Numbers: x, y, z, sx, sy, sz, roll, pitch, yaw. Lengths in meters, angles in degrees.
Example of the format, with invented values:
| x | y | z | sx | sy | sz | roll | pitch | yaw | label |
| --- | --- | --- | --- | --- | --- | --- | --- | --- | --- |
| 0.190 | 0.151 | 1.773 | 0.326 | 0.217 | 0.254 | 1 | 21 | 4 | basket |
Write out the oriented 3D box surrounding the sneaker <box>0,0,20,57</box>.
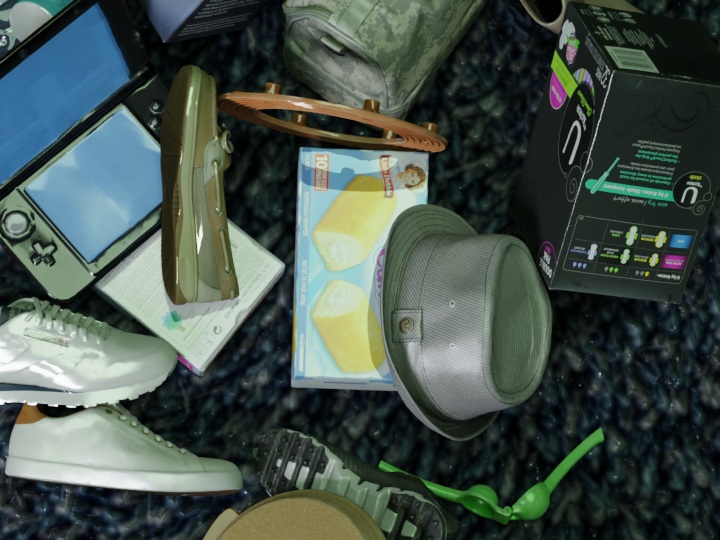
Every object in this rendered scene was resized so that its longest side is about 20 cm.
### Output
| x | y | z | sx | sy | sz | roll | pitch | yaw | label |
| --- | --- | --- | --- | --- | --- | --- | --- | --- | --- |
| -0.317 | -0.165 | 1.689 | 0.108 | 0.070 | 0.201 | 32 | 71 | -2 | sneaker |

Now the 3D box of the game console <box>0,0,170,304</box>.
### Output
| x | y | z | sx | sy | sz | roll | pitch | yaw | label |
| --- | --- | --- | --- | --- | --- | --- | --- | --- | --- |
| -0.228 | -0.103 | 1.616 | 0.200 | 0.119 | 0.173 | -41 | 85 | -16 | game console |

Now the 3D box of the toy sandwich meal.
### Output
| x | y | z | sx | sy | sz | roll | pitch | yaw | label |
| --- | --- | --- | --- | --- | --- | --- | --- | --- | --- |
| -0.055 | 0.271 | 1.573 | 0.204 | 0.070 | 0.207 | -12 | 59 | 21 | toy sandwich meal |

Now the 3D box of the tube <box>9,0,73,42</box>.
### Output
| x | y | z | sx | sy | sz | roll | pitch | yaw | label |
| --- | --- | --- | --- | --- | --- | --- | --- | --- | --- |
| -0.232 | -0.263 | 1.698 | 0.077 | 0.050 | 0.200 | 36 | 47 | -2 | tube |

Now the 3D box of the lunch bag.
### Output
| x | y | z | sx | sy | sz | roll | pitch | yaw | label |
| --- | --- | --- | --- | --- | --- | --- | --- | --- | --- |
| 0.029 | -0.245 | 1.685 | 0.139 | 0.168 | 0.201 | 36 | 77 | 3 | lunch bag |

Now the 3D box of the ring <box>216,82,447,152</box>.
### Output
| x | y | z | sx | sy | sz | roll | pitch | yaw | label |
| --- | --- | --- | --- | --- | --- | --- | --- | --- | --- |
| -0.024 | -0.128 | 1.639 | 0.199 | 0.200 | 0.019 | 12 | 86 | -2 | ring |

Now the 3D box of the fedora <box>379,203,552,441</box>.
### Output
| x | y | z | sx | sy | sz | roll | pitch | yaw | label |
| --- | --- | --- | --- | --- | --- | --- | --- | --- | --- |
| 0.099 | 0.038 | 1.626 | 0.090 | 0.176 | 0.202 | -9 | 70 | 40 | fedora |

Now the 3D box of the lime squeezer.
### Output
| x | y | z | sx | sy | sz | roll | pitch | yaw | label |
| --- | --- | --- | --- | --- | --- | --- | --- | --- | --- |
| 0.118 | 0.181 | 1.668 | 0.198 | 0.038 | 0.071 | -8 | 79 | -5 | lime squeezer |

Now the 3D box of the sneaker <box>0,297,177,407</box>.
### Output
| x | y | z | sx | sy | sz | roll | pitch | yaw | label |
| --- | --- | --- | --- | --- | --- | --- | --- | --- | --- |
| -0.252 | 0.064 | 1.624 | 0.198 | 0.076 | 0.081 | -2 | 106 | 0 | sneaker |

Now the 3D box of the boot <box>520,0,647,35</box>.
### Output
| x | y | z | sx | sy | sz | roll | pitch | yaw | label |
| --- | --- | --- | --- | --- | --- | --- | --- | --- | --- |
| 0.196 | -0.216 | 1.701 | 0.070 | 0.146 | 0.200 | -46 | 71 | 21 | boot |

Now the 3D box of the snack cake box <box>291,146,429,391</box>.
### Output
| x | y | z | sx | sy | sz | roll | pitch | yaw | label |
| --- | --- | --- | --- | --- | --- | --- | --- | --- | --- |
| 0.000 | 0.000 | 1.682 | 0.114 | 0.067 | 0.202 | 2 | 78 | -3 | snack cake box |

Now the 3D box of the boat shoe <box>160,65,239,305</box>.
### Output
| x | y | z | sx | sy | sz | roll | pitch | yaw | label |
| --- | --- | --- | --- | --- | --- | --- | --- | --- | --- |
| -0.129 | -0.070 | 1.622 | 0.063 | 0.073 | 0.202 | -3 | 104 | -19 | boat shoe |

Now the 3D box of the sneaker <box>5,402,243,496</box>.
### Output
| x | y | z | sx | sy | sz | roll | pitch | yaw | label |
| --- | --- | --- | --- | --- | --- | --- | --- | --- | --- |
| -0.193 | 0.143 | 1.632 | 0.198 | 0.073 | 0.085 | 8 | 80 | -2 | sneaker |

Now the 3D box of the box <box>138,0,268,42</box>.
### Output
| x | y | z | sx | sy | sz | roll | pitch | yaw | label |
| --- | --- | --- | --- | --- | --- | --- | --- | --- | --- |
| -0.128 | -0.337 | 1.660 | 0.123 | 0.198 | 0.201 | -20 | 74 | -52 | box |

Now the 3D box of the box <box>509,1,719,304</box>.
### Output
| x | y | z | sx | sy | sz | roll | pitch | yaw | label |
| --- | --- | --- | --- | --- | --- | --- | --- | --- | --- |
| 0.219 | -0.097 | 1.626 | 0.123 | 0.149 | 0.201 | 6 | 119 | -14 | box |

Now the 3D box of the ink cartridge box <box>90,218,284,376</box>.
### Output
| x | y | z | sx | sy | sz | roll | pitch | yaw | label |
| --- | --- | --- | --- | --- | --- | --- | --- | --- | --- |
| -0.177 | -0.017 | 1.685 | 0.200 | 0.042 | 0.120 | 39 | 76 | 1 | ink cartridge box |

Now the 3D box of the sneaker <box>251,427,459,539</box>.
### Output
| x | y | z | sx | sy | sz | roll | pitch | yaw | label |
| --- | --- | --- | --- | --- | --- | --- | --- | --- | --- |
| 0.000 | 0.190 | 1.643 | 0.199 | 0.090 | 0.067 | 23 | 95 | 27 | sneaker |
